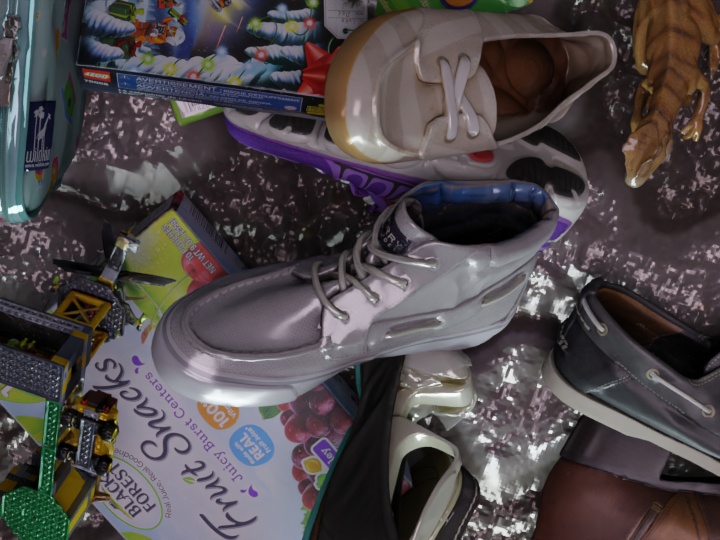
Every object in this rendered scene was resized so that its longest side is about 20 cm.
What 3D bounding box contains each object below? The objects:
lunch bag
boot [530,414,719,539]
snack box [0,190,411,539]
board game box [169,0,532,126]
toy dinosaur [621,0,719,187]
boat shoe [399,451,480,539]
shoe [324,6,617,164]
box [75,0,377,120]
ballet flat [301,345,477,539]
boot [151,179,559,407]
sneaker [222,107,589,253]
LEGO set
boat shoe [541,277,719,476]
[{"bbox_3d":[-0.167,-0.114,0.756,0.076,0.200,0.162,8,103,-5],"label":"lunch bag"},{"bbox_3d":[0.162,0.200,0.886,0.187,0.068,0.201,25,89,2],"label":"boot"},{"bbox_3d":[-0.088,0.079,0.886,0.142,0.053,0.200,-38,102,9],"label":"snack box"},{"bbox_3d":[-0.016,-0.152,0.840,0.198,0.030,0.096,-18,106,5],"label":"board game box"},{"bbox_3d":[0.157,-0.133,0.827,0.060,0.106,0.202,-11,64,22],"label":"toy dinosaur"},{"bbox_3d":[0.021,0.193,0.916,0.066,0.072,0.202,24,108,-14],"label":"boat shoe"},{"bbox_3d":[0.056,-0.093,0.777,0.053,0.199,0.071,1,103,37],"label":"shoe"},{"bbox_3d":[-0.055,-0.178,0.782,0.136,0.040,0.202,7,78,-5],"label":"box"},{"bbox_3d":[0.022,0.078,0.837,0.068,0.068,0.201,5,62,14],"label":"ballet flat"},{"bbox_3d":[0.000,0.000,0.775,0.199,0.074,0.096,-13,148,-30],"label":"boot"},{"bbox_3d":[0.019,-0.047,0.839,0.199,0.081,0.084,19,128,-15],"label":"sneaker"},{"bbox_3d":[-0.192,0.035,0.814,0.198,0.116,0.155,12,123,12],"label":"LEGO set"},{"bbox_3d":[0.198,0.068,0.866,0.199,0.072,0.068,24,115,5],"label":"boat shoe"}]
